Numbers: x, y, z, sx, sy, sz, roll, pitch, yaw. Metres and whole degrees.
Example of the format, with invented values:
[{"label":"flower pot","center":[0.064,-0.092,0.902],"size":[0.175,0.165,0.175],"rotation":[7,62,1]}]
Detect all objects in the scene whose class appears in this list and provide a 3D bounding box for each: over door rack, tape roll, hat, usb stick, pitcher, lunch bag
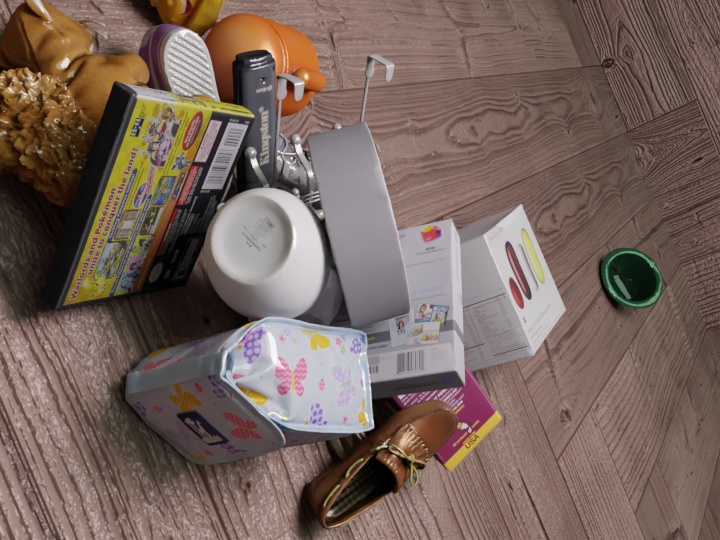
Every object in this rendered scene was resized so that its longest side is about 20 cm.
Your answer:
[{"label":"over door rack","center":[-0.055,-0.157,0.812],"size":[0.146,0.202,0.067],"rotation":[-25,60,-37]},{"label":"tape roll","center":[-0.002,-0.047,0.735],"size":[0.200,0.064,0.206],"rotation":[166,-89,-88]},{"label":"hat","center":[0.700,0.049,1.895],"size":[0.194,0.177,0.170],"rotation":[1,68,-11]},{"label":"usb stick","center":[-0.123,-0.154,0.828],"size":[0.054,0.033,0.204],"rotation":[-21,132,-31]},{"label":"pitcher","center":[-0.101,-0.022,0.715],"size":[0.171,0.122,0.200],"rotation":[40,-5,13]},{"label":"lunch bag","center":[-0.110,0.119,0.690],"size":[0.198,0.167,0.131],"rotation":[18,62,-48]}]

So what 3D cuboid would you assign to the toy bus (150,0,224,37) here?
[{"label":"toy bus","center":[-0.249,-0.399,0.821],"size":[0.188,0.135,0.206],"rotation":[3,72,-37]}]

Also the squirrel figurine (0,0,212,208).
[{"label":"squirrel figurine","center":[-0.273,-0.160,0.655],"size":[0.188,0.140,0.201],"rotation":[51,37,-11]}]

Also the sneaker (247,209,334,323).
[{"label":"sneaker","center":[-0.079,-0.006,0.851],"size":[0.075,0.098,0.203],"rotation":[46,43,-28]}]

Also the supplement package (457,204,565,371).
[{"label":"supplement package","center":[0.221,0.028,1.179],"size":[0.190,0.145,0.204],"rotation":[-33,100,-53]}]

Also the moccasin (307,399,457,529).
[{"label":"moccasin","center":[0.030,0.221,0.806],"size":[0.198,0.078,0.075],"rotation":[-28,109,-13]}]

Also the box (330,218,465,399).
[{"label":"box","center":[0.041,0.045,0.815],"size":[0.041,0.152,0.204],"rotation":[54,31,-49]}]

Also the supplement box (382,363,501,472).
[{"label":"supplement box","center":[0.073,0.138,0.914],"size":[0.103,0.131,0.202],"rotation":[-40,113,-9]}]

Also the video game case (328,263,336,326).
[{"label":"video game case","center":[0.028,0.049,0.957],"size":[0.144,0.018,0.200],"rotation":[-48,117,-8]}]

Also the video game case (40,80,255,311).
[{"label":"video game case","center":[-0.190,-0.066,0.654],"size":[0.025,0.203,0.180],"rotation":[32,18,17]}]

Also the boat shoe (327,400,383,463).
[{"label":"boat shoe","center":[-0.021,0.145,0.870],"size":[0.075,0.073,0.204],"rotation":[-33,100,-53]}]

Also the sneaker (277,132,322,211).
[{"label":"sneaker","center":[-0.080,-0.144,0.935],"size":[0.199,0.081,0.076],"rotation":[37,46,-36]}]

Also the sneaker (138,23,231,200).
[{"label":"sneaker","center":[-0.203,-0.175,0.803],"size":[0.071,0.113,0.206],"rotation":[-19,120,-33]}]

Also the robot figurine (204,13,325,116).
[{"label":"robot figurine","center":[-0.127,-0.257,0.892],"size":[0.145,0.116,0.199],"rotation":[55,23,6]}]
